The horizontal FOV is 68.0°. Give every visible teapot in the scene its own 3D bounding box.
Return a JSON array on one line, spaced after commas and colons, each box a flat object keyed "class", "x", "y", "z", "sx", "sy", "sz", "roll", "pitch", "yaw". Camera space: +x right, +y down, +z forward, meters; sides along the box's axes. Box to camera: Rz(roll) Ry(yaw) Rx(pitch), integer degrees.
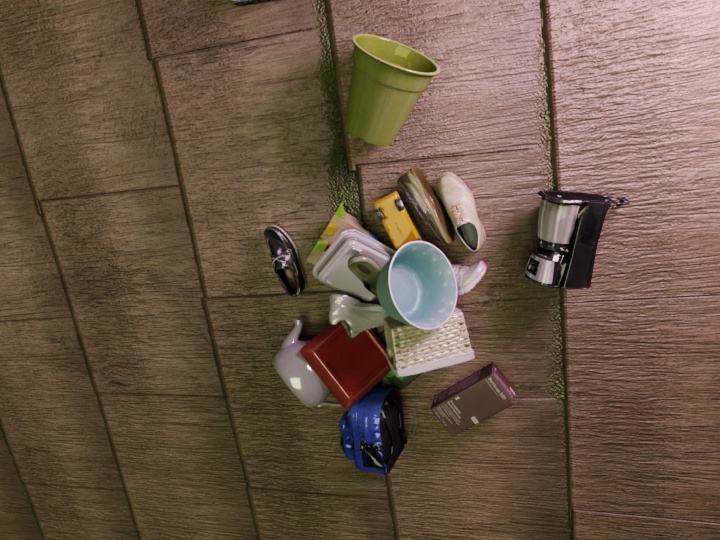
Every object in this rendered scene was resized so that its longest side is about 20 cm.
[{"class": "teapot", "x": -0.130, "y": 0.264, "z": 1.450, "sx": 0.146, "sy": 0.197, "sz": 0.200, "roll": -39, "pitch": 137, "yaw": -5}]

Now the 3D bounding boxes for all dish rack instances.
[{"class": "dish rack", "x": 0.000, "y": 0.000, "z": 1.326, "sx": 0.199, "sy": 0.044, "sz": 0.172, "roll": 24, "pitch": 120, "yaw": -31}]

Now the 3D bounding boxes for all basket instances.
[{"class": "basket", "x": 0.161, "y": 0.167, "z": 1.313, "sx": 0.198, "sy": 0.136, "sz": 0.124, "roll": -12, "pitch": 98, "yaw": -6}]

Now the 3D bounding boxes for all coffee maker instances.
[{"class": "coffee maker", "x": 0.472, "y": -0.064, "z": 1.172, "sx": 0.191, "sy": 0.135, "sz": 0.201, "roll": 9, "pitch": 110, "yaw": 13}]

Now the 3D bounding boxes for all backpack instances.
[{"class": "backpack", "x": 0.028, "y": 0.421, "z": 1.448, "sx": 0.167, "sy": 0.163, "sz": 0.201, "roll": 2, "pitch": 109, "yaw": 19}]

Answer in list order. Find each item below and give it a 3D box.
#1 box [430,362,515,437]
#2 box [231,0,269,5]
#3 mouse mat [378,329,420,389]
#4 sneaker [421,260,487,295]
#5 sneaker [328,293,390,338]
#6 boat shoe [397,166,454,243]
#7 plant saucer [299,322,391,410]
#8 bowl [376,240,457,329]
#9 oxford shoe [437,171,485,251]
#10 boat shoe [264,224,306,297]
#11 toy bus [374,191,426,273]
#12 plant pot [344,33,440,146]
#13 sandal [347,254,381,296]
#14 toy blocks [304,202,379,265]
[{"class": "box", "x": 0.291, "y": 0.338, "z": 1.391, "sx": 0.200, "sy": 0.075, "sz": 0.100, "roll": -38, "pitch": 94, "yaw": 22}, {"class": "box", "x": -0.241, "y": -0.727, "z": 1.223, "sx": 0.136, "sy": 0.038, "sz": 0.202, "roll": 1, "pitch": 108, "yaw": 16}, {"class": "mouse mat", "x": 0.119, "y": 0.215, "z": 1.438, "sx": 0.161, "sy": 0.008, "sz": 0.200, "roll": 46, "pitch": 115, "yaw": -1}, {"class": "sneaker", "x": 0.211, "y": 0.019, "z": 1.306, "sx": 0.199, "sy": 0.081, "sz": 0.089, "roll": -27, "pitch": 100, "yaw": 22}, {"class": "sneaker", "x": 0.004, "y": 0.128, "z": 1.369, "sx": 0.199, "sy": 0.078, "sz": 0.100, "roll": 16, "pitch": 81, "yaw": -17}, {"class": "boat shoe", "x": 0.157, "y": -0.149, "z": 1.280, "sx": 0.065, "sy": 0.073, "sz": 0.201, "roll": -26, "pitch": 95, "yaw": 33}, {"class": "plant saucer", "x": -0.021, "y": 0.222, "z": 1.390, "sx": 0.200, "sy": 0.199, "sz": 0.037, "roll": 52, "pitch": 158, "yaw": 0}, {"class": "bowl", "x": 0.116, "y": 0.042, "z": 1.230, "sx": 0.105, "sy": 0.200, "sz": 0.202, "roll": -20, "pitch": 103, "yaw": 55}, {"class": "oxford shoe", "x": 0.239, "y": -0.137, "z": 1.251, "sx": 0.071, "sy": 0.074, "sz": 0.201, "roll": -28, "pitch": 98, "yaw": 23}, {"class": "boat shoe", "x": -0.204, "y": -0.026, "z": 1.425, "sx": 0.071, "sy": 0.068, "sz": 0.201, "roll": -19, "pitch": 100, "yaw": 23}, {"class": "toy bus", "x": 0.109, "y": -0.093, "z": 1.302, "sx": 0.065, "sy": 0.078, "sz": 0.201, "roll": -24, "pitch": 99, "yaw": 23}, {"class": "plant pot", "x": 0.048, "y": -0.388, "z": 1.183, "sx": 0.199, "sy": 0.200, "sz": 0.191, "roll": 27, "pitch": 126, "yaw": 7}, {"class": "sandal", "x": 0.043, "y": 0.033, "z": 1.291, "sx": 0.080, "sy": 0.058, "sz": 0.201, "roll": -34, "pitch": 129, "yaw": 30}, {"class": "toy blocks", "x": -0.040, "y": -0.057, "z": 1.359, "sx": 0.136, "sy": 0.100, "sz": 0.200, "roll": 32, "pitch": 117, "yaw": -6}]
